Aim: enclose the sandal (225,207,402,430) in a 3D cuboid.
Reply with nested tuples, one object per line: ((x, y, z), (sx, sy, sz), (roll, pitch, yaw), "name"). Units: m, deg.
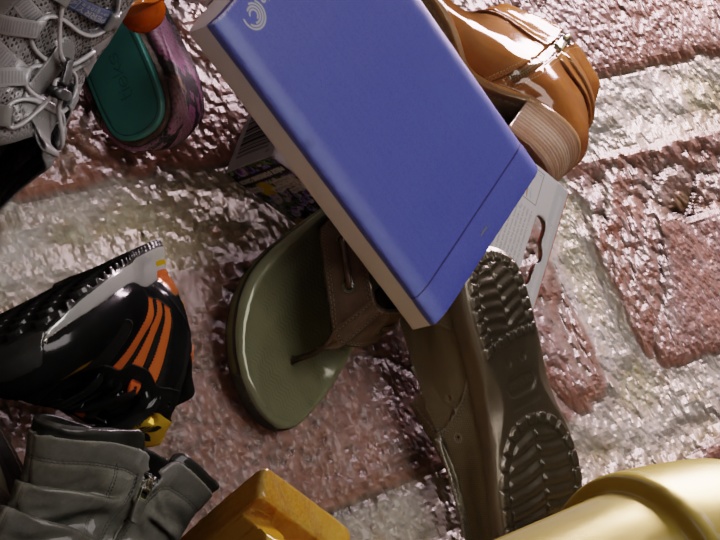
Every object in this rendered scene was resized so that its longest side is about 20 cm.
((0.000, -0.001, 1.240), (0.201, 0.057, 0.080), (-50, 117, -22), "sandal")

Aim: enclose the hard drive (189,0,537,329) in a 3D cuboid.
((0.007, -0.088, 1.217), (0.200, 0.025, 0.132), (53, 49, -21), "hard drive")

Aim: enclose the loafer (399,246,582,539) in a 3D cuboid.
((0.070, 0.086, 1.295), (0.075, 0.068, 0.201), (-13, 95, -44), "loafer")

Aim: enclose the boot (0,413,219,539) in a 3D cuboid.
((-0.154, 0.119, 0.985), (0.199, 0.068, 0.131), (17, 91, -48), "boot")

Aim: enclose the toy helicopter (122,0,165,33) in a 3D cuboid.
((-0.103, -0.174, 1.174), (0.199, 0.079, 0.133), (6, 66, -50), "toy helicopter")

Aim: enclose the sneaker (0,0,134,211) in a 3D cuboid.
((-0.146, -0.086, 1.058), (0.075, 0.200, 0.082), (16, 27, -46), "sneaker")

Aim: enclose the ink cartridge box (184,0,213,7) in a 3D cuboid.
((-0.101, -0.274, 1.325), (0.146, 0.084, 0.201), (34, 44, -29), "ink cartridge box")

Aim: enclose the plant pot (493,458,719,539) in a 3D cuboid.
((0.117, 0.206, 1.182), (0.188, 0.201, 0.202), (-4, 69, -30), "plant pot")

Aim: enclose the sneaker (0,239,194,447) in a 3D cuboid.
((-0.115, 0.044, 1.079), (0.090, 0.070, 0.200), (65, 12, -5), "sneaker")

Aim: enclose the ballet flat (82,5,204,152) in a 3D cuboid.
((-0.138, -0.157, 1.235), (0.201, 0.069, 0.071), (66, 21, 1), "ballet flat")

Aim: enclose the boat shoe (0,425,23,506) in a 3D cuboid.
((-0.203, 0.027, 1.031), (0.201, 0.074, 0.073), (57, 39, -5), "boat shoe")

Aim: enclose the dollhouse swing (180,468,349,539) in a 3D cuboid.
((-0.017, 0.235, 1.043), (0.175, 0.182, 0.201), (23, 50, -23), "dollhouse swing")

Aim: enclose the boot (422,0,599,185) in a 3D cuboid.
((0.072, -0.145, 1.446), (0.200, 0.077, 0.155), (42, 33, -5), "boot")

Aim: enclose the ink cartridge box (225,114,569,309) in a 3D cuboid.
((0.025, -0.051, 1.333), (0.200, 0.050, 0.109), (36, 58, -28), "ink cartridge box")
